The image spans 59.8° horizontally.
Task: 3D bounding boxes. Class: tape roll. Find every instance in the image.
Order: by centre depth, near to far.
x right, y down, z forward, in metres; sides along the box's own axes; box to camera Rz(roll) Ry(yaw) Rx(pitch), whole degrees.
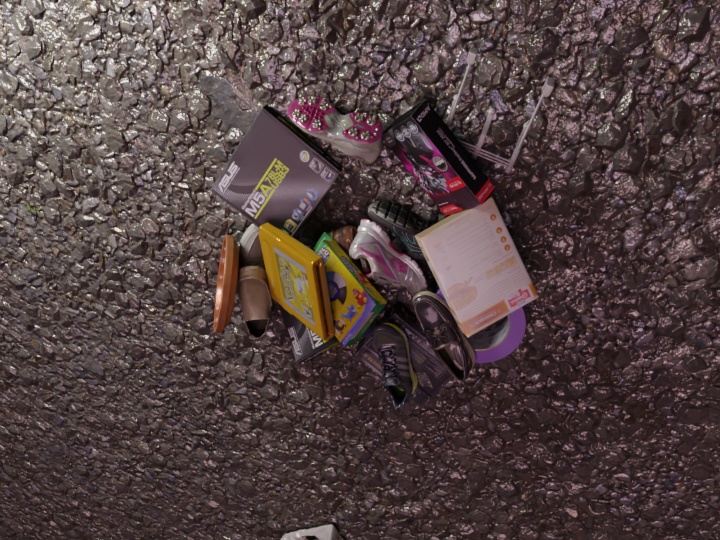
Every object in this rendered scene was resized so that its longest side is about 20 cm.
[{"bbox_3d":[0.238,0.087,1.276,0.194,0.066,0.205,7,121,12],"label":"tape roll"}]

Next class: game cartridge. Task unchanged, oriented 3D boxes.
[{"bbox_3d":[-0.127,0.019,1.206,0.198,0.032,0.181,30,137,43],"label":"game cartridge"}]

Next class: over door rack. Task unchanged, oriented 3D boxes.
[{"bbox_3d":[0.226,-0.272,1.055,0.144,0.068,0.202,22,144,4],"label":"over door rack"}]

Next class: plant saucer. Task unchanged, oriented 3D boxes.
[{"bbox_3d":[-0.283,0.029,1.322,0.031,0.203,0.204,7,126,-15],"label":"plant saucer"}]

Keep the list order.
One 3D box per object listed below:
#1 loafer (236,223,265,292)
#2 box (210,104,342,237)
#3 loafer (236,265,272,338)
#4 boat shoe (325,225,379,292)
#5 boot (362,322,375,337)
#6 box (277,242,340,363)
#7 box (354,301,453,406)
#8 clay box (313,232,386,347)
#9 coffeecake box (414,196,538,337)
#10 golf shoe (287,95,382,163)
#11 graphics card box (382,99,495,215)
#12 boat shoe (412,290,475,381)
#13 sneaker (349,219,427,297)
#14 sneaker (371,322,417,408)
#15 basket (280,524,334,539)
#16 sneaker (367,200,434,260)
[{"bbox_3d":[-0.226,-0.018,1.341,0.070,0.069,0.203,44,136,25],"label":"loafer"},{"bbox_3d":[-0.165,-0.180,1.227,0.191,0.048,0.201,37,111,-10],"label":"box"},{"bbox_3d":[-0.220,0.070,1.330,0.073,0.070,0.203,-6,139,-2],"label":"loafer"},{"bbox_3d":[0.000,-0.001,1.290,0.066,0.072,0.204,-19,110,26],"label":"boat shoe"},{"bbox_3d":[-0.066,0.112,1.375,0.196,0.090,0.075,11,82,36],"label":"boot"},{"bbox_3d":[-0.098,0.068,1.311,0.158,0.044,0.205,-29,73,29],"label":"box"},{"bbox_3d":[0.108,0.188,1.383,0.198,0.049,0.159,38,124,-7],"label":"box"},{"bbox_3d":[-0.050,0.033,1.221,0.201,0.047,0.116,48,116,22],"label":"clay box"},{"bbox_3d":[0.212,-0.008,1.152,0.151,0.073,0.204,-28,97,1],"label":"coffeecake box"},{"bbox_3d":[-0.048,-0.254,1.155,0.196,0.076,0.092,26,158,19],"label":"golf shoe"},{"bbox_3d":[0.135,-0.194,1.112,0.201,0.051,0.125,49,160,-14],"label":"graphics card box"},{"bbox_3d":[0.166,0.133,1.245,0.071,0.065,0.203,-23,111,27],"label":"boat shoe"},{"bbox_3d":[0.050,-0.005,1.243,0.199,0.081,0.089,43,81,-14],"label":"sneaker"},{"bbox_3d":[0.071,0.200,1.323,0.072,0.082,0.204,-12,116,22],"label":"sneaker"},{"bbox_3d":[-0.133,0.861,1.769,0.194,0.202,0.162,-22,118,27],"label":"basket"},{"bbox_3d":[0.098,-0.066,1.221,0.196,0.076,0.080,27,126,0],"label":"sneaker"}]
